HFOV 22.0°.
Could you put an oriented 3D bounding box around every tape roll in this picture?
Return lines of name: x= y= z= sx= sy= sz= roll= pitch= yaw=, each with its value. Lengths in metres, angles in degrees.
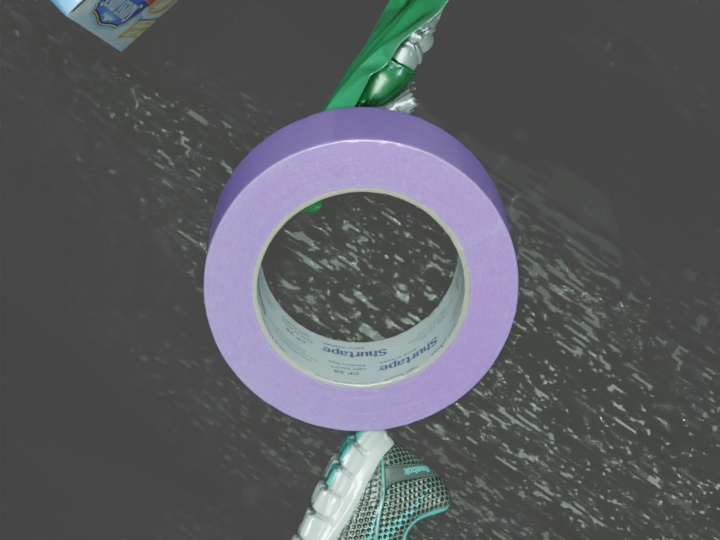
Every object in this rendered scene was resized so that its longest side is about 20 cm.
tape roll: x=0.000 y=0.000 z=1.187 sx=0.198 sy=0.066 sz=0.201 roll=-1 pitch=114 yaw=-1

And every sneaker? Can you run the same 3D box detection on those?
sneaker: x=-0.009 y=0.203 z=1.221 sx=0.091 sy=0.078 sz=0.201 roll=29 pitch=92 yaw=-2

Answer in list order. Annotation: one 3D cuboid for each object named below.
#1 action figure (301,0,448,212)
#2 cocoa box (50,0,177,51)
action figure: x=0.012 y=-0.124 z=1.216 sx=0.055 sy=0.118 sz=0.201 roll=34 pitch=100 yaw=-10
cocoa box: x=-0.163 y=-0.236 z=1.162 sx=0.131 sy=0.200 sz=0.133 roll=-43 pitch=89 yaw=2
